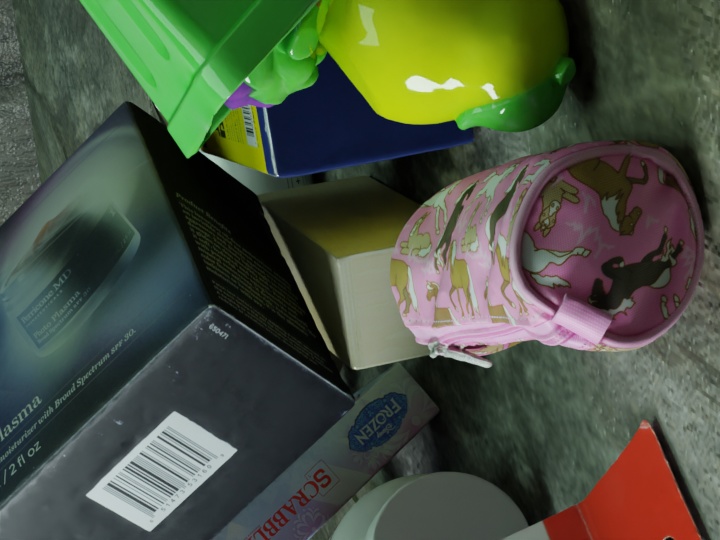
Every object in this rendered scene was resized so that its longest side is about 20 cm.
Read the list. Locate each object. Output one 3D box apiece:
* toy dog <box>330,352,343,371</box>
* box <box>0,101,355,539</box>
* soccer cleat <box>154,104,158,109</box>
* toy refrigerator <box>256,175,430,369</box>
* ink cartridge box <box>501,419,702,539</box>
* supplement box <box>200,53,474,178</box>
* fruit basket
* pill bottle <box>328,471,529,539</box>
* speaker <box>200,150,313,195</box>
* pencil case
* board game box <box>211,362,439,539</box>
[{"bbox_3d":[-0.084,0.068,1.381,0.132,0.200,0.097,21,85,31],"label":"toy dog"},{"bbox_3d":[-0.137,0.051,1.170,0.123,0.200,0.199,37,-164,-37],"label":"box"},{"bbox_3d":[-0.122,-0.131,1.648,0.076,0.067,0.201,-43,47,37],"label":"soccer cleat"},{"bbox_3d":[0.000,0.000,1.204,0.200,0.076,0.070,-145,46,-70],"label":"toy refrigerator"},{"bbox_3d":[0.089,0.186,0.922,0.200,0.050,0.163,-59,40,44],"label":"ink cartridge box"},{"bbox_3d":[-0.026,-0.118,1.142,0.200,0.108,0.110,-157,56,-73],"label":"supplement box"},{"bbox_3d":[0.002,-0.129,0.953,0.155,0.215,0.216,146,112,-75],"label":"fruit basket"},{"bbox_3d":[0.030,0.175,1.142,0.200,0.112,0.113,116,141,-67],"label":"pill bottle"},{"bbox_3d":[-0.077,-0.092,1.429,0.081,0.081,0.201,-179,78,-76],"label":"speaker"},{"bbox_3d":[0.074,-0.005,0.892,0.200,0.082,0.087,163,96,-75],"label":"pencil case"},{"bbox_3d":[-0.064,0.155,1.278,0.041,0.199,0.200,48,153,-1],"label":"board game box"}]
